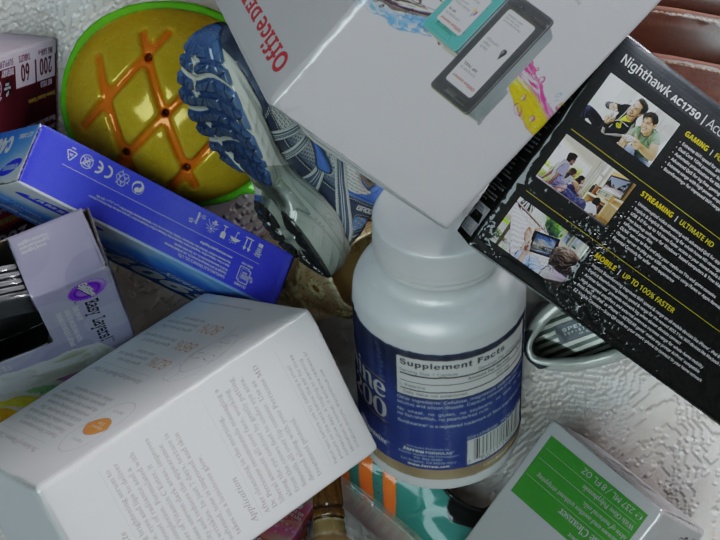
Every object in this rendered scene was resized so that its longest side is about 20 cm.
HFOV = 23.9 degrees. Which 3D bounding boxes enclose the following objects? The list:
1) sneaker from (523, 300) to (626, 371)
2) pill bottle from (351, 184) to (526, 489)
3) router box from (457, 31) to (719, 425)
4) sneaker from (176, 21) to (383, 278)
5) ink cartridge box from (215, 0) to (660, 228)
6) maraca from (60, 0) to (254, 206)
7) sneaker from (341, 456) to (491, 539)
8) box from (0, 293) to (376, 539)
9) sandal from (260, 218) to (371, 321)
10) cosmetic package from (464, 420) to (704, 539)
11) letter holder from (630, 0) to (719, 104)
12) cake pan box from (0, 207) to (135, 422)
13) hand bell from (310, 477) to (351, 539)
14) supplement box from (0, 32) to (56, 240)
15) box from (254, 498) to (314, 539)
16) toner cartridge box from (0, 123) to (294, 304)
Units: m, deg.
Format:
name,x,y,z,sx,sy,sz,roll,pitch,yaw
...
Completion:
name,x,y,z,sx,sy,sz,roll,pitch,yaw
sneaker,0.197,0.021,1.112,0.200,0.071,0.073,-28,96,20
pill bottle,0.050,0.038,1.096,0.111,0.111,0.200,9,134,13
router box,0.180,-0.022,0.987,0.200,0.051,0.149,35,96,-10
sneaker,-0.045,-0.090,1.079,0.077,0.085,0.200,29,158,42
ink cartridge box,0.044,-0.161,0.963,0.146,0.147,0.200,33,107,-34
maraca,-0.102,-0.106,1.143,0.199,0.107,0.137,14,105,-1
sneaker,0.014,0.134,1.200,0.200,0.071,0.080,39,91,8
box,-0.121,0.112,1.059,0.200,0.152,0.107,-34,109,-23
sandal,-0.002,-0.005,1.159,0.211,0.070,0.078,-14,101,18
cosmetic package,0.121,0.216,1.134,0.108,0.085,0.200,38,94,35
letter holder,0.169,-0.125,1.067,0.199,0.101,0.143,8,105,13
cake pan box,-0.240,0.047,1.103,0.184,0.200,0.052,-23,68,-11
hand bell,-0.023,0.156,1.135,0.104,0.104,0.201,-11,65,17
supplement box,-0.260,-0.059,1.194,0.061,0.109,0.201,7,107,13
box,-0.142,0.174,1.208,0.200,0.095,0.103,27,146,11
toner cartridge box,-0.151,-0.031,1.129,0.200,0.095,0.043,28,74,-28
